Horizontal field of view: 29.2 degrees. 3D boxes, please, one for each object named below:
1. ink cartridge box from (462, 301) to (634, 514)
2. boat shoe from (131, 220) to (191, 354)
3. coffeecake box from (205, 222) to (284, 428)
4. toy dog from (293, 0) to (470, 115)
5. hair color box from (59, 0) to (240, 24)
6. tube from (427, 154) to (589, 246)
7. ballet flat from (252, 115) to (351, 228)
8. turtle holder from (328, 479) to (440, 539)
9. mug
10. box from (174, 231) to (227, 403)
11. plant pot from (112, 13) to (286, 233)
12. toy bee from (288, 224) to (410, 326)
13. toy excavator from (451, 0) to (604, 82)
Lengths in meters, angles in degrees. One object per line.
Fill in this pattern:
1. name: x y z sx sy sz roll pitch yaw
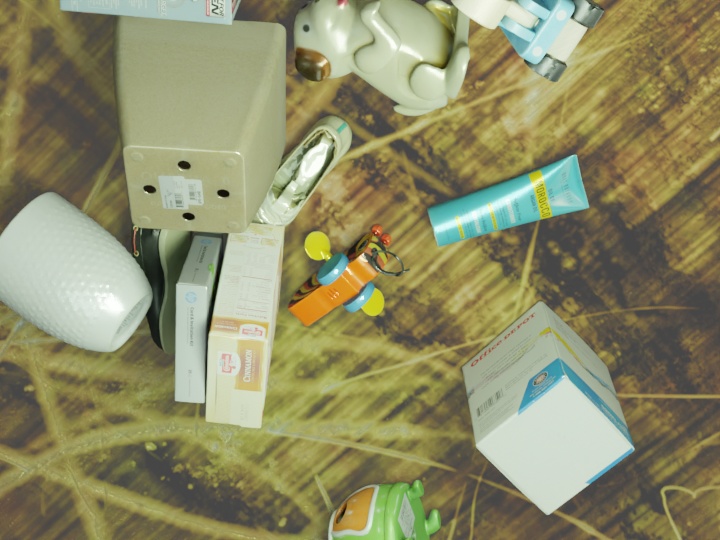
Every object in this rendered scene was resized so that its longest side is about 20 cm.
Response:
1. ink cartridge box: 0.235 0.171 1.761 0.147 0.201 0.145 -40 110 17
2. boat shoe: -0.254 0.014 1.776 0.062 0.074 0.204 16 125 24
3. coffeecake box: -0.141 0.064 1.699 0.072 0.201 0.155 7 133 -2
4. toy dog: 0.020 -0.270 1.614 0.197 0.141 0.194 12 156 -5
5. hair color box: -0.237 -0.335 1.585 0.197 0.099 0.061 5 123 3
6. tube: 0.184 -0.083 1.734 0.198 0.051 0.078 -18 126 4
7. ballet flat: -0.085 -0.108 1.713 0.069 0.070 0.200 34 111 -14
8. turtle holder: 0.036 0.372 1.907 0.130 0.143 0.186 -7 155 20
9. mug: -0.352 0.023 1.726 0.174 0.200 0.148 35 69 7
10. box: -0.196 0.045 1.711 0.041 0.200 0.158 5 114 1
11. plant pot: -0.189 -0.155 1.595 0.197 0.179 0.201 3 141 -1
12. toy bee: 0.000 0.000 1.754 0.198 0.109 0.132 -6 126 31
13. toy excavator: 0.170 -0.293 1.542 0.198 0.195 0.100 23 116 -25
